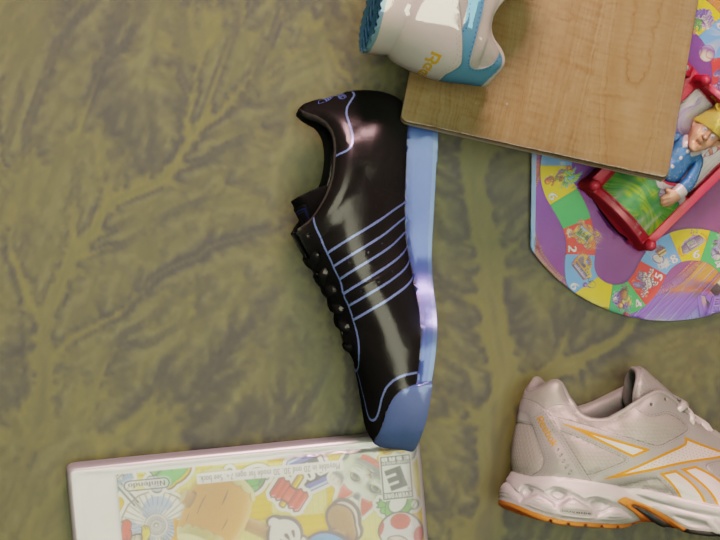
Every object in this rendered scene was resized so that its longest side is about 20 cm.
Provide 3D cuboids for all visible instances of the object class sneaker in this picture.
[{"bbox_3d":[0.181,0.102,1.153,0.200,0.076,0.092,5,88,-8],"label":"sneaker"},{"bbox_3d":[0.000,0.000,1.127,0.078,0.070,0.200,1,84,-9],"label":"sneaker"},{"bbox_3d":[0.067,-0.195,1.100,0.081,0.077,0.200,22,82,-9],"label":"sneaker"}]

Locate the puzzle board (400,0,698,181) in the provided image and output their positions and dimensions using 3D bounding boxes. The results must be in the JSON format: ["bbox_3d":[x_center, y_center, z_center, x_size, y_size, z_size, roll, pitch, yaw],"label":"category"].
[{"bbox_3d":[0.114,-0.159,1.136,0.151,0.017,0.200,12,76,-2],"label":"puzzle board"}]

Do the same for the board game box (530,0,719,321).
[{"bbox_3d":[0.178,-0.070,1.158,0.158,0.039,0.200,1,92,-7],"label":"board game box"}]

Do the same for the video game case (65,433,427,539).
[{"bbox_3d":[-0.058,0.190,1.150,0.200,0.023,0.182,-5,93,-7],"label":"video game case"}]
